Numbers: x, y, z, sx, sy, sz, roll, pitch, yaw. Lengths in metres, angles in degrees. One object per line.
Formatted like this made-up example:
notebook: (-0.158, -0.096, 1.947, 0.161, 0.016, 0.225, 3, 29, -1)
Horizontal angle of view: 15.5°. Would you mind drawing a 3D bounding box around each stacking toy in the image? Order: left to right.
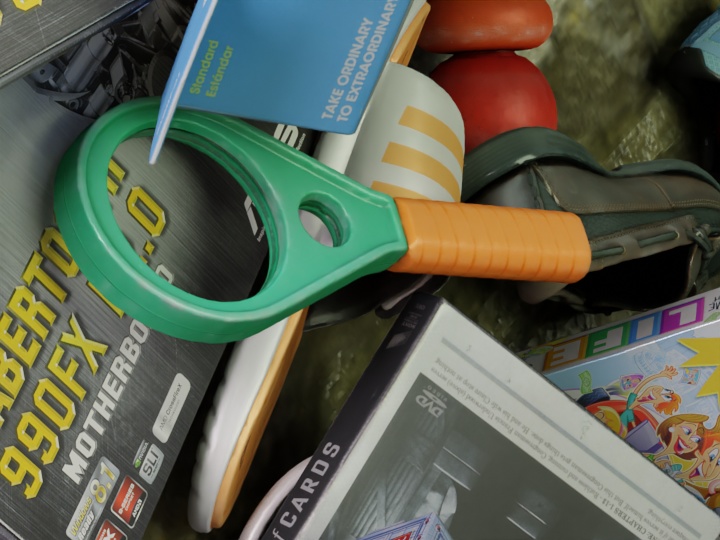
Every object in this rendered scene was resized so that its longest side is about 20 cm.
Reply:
stacking toy: (0.041, -0.131, 0.998, 0.085, 0.085, 0.201, -4, 94, -49)

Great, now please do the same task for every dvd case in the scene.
dvd case: (0.022, 0.131, 0.892, 0.150, 0.025, 0.201, 37, 78, -28)

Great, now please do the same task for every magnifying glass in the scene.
magnifying glass: (-0.007, -0.013, 0.840, 0.199, 0.022, 0.080, 5, 58, -38)

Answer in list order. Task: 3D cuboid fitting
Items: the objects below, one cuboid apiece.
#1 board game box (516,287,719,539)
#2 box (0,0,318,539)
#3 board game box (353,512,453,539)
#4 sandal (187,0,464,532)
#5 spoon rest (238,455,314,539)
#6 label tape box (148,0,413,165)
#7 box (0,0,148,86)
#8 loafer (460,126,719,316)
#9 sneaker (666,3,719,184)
board game box: (0.134, 0.111, 1.012, 0.034, 0.134, 0.201, -69, 138, -67)
box: (-0.104, -0.018, 0.821, 0.158, 0.048, 0.201, 48, 51, -34)
board game box: (0.024, 0.189, 0.804, 0.200, 0.062, 0.201, 33, 53, -29)
sandal: (-0.001, 0.003, 0.910, 0.059, 0.079, 0.207, 21, 69, 1)
spoon rest: (0.027, 0.130, 0.934, 0.200, 0.060, 0.100, 37, 76, -42)
label tape box: (0.001, -0.123, 0.805, 0.066, 0.144, 0.200, 21, 29, -6)
box: (-0.160, -0.130, 0.719, 0.158, 0.048, 0.201, -35, 97, -40)
loafer: (0.096, -0.004, 1.014, 0.200, 0.072, 0.063, 11, 46, -57)
sneaker: (0.184, -0.023, 1.155, 0.090, 0.078, 0.201, -30, 100, -33)
